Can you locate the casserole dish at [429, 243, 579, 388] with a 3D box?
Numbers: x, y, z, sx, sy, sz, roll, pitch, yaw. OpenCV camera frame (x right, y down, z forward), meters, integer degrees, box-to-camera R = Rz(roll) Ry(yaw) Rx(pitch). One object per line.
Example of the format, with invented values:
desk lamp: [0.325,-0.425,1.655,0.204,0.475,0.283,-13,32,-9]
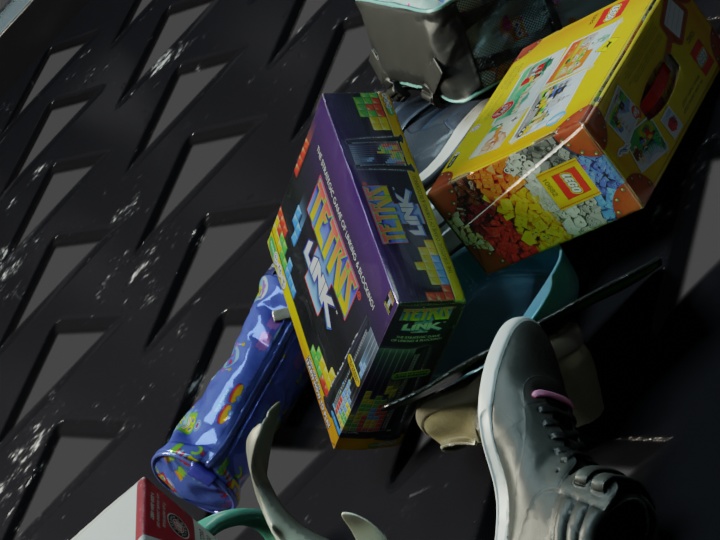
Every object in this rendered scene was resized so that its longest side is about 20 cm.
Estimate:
casserole dish: [0.090,0.036,1.824,0.121,0.039,0.200,-55,21,-16]

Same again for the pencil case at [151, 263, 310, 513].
pencil case: [-0.087,0.095,2.031,0.200,0.078,0.087,-59,-1,-22]

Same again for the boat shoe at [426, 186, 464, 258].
boat shoe: [0.054,-0.026,1.940,0.200,0.074,0.067,-37,65,7]

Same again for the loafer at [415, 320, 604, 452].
loafer: [0.097,0.092,1.662,0.076,0.068,0.200,-25,-6,-23]

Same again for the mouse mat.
mouse mat: [0.106,0.042,1.648,0.200,0.008,0.161,-30,-5,5]

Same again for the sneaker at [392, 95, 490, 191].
sneaker: [0.032,-0.064,2.046,0.202,0.077,0.146,-46,29,-19]

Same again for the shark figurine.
shark figurine: [0.002,0.182,1.661,0.089,0.214,0.128,-14,-54,-55]

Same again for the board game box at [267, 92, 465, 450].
board game box: [0.000,0.000,1.827,0.165,0.057,0.200,111,149,-45]

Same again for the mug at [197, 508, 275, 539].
mug: [-0.128,0.251,1.785,0.152,0.114,0.185,-41,22,24]

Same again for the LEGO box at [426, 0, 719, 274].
LEGO box: [0.156,-0.105,1.815,0.149,0.077,0.200,-24,22,40]

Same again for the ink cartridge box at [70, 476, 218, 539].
ink cartridge box: [-0.114,0.266,1.607,0.145,0.200,0.145,-42,22,14]

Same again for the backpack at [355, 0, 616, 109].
backpack: [0.112,-0.228,2.043,0.200,0.153,0.176,-19,13,-20]

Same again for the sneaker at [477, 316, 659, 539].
sneaker: [0.127,0.115,1.503,0.099,0.071,0.200,-22,60,42]
